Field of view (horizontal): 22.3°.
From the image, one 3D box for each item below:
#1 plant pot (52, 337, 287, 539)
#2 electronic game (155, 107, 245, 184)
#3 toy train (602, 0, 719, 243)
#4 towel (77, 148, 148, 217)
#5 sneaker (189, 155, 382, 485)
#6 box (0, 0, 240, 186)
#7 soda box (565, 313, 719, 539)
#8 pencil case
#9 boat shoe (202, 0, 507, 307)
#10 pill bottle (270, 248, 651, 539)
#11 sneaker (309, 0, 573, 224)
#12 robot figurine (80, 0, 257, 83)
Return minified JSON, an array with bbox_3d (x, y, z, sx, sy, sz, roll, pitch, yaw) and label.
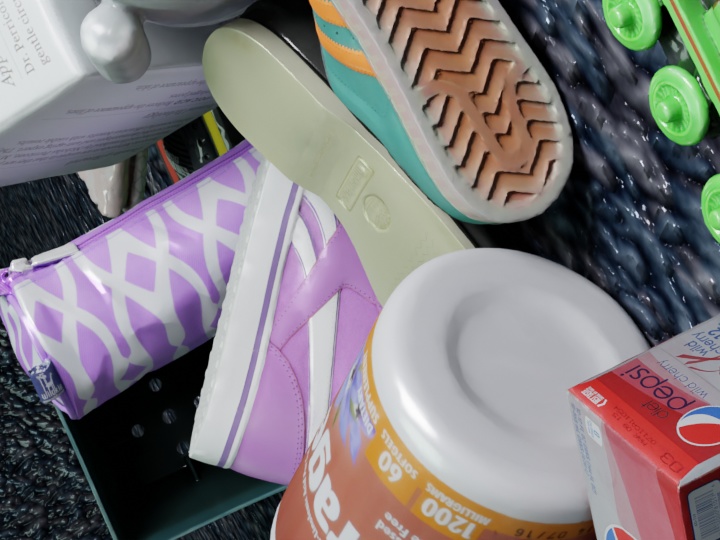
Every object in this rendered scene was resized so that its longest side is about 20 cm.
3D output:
[{"bbox_3d":[-0.144,0.115,1.390,0.200,0.141,0.142,173,73,-82],"label":"plant pot"},{"bbox_3d":[-0.098,-0.078,1.110,0.200,0.041,0.200,57,162,29],"label":"electronic game"},{"bbox_3d":[0.124,-0.007,0.473,0.201,0.042,0.056,65,155,5],"label":"toy train"},{"bbox_3d":[-0.156,-0.162,1.080,0.200,0.032,0.192,56,142,41],"label":"towel"},{"bbox_3d":[0.000,0.000,0.817,0.073,0.114,0.202,137,147,-78],"label":"sneaker"},{"bbox_3d":[-0.165,-0.155,0.877,0.200,0.130,0.200,65,-154,3],"label":"box"},{"bbox_3d":[0.126,0.120,0.610,0.070,0.063,0.201,42,152,56],"label":"soda box"},{"bbox_3d":[-0.086,-0.011,0.880,0.084,0.199,0.086,21,140,60],"label":"pencil case"},{"bbox_3d":[0.021,-0.032,0.746,0.202,0.063,0.074,51,145,4],"label":"boat shoe"},{"bbox_3d":[0.029,0.093,0.703,0.112,0.112,0.200,58,144,26],"label":"pill bottle"},{"bbox_3d":[0.005,-0.106,0.660,0.201,0.071,0.080,66,161,-7],"label":"sneaker"},{"bbox_3d":[-0.076,-0.158,0.732,0.112,0.171,0.200,22,-177,0],"label":"robot figurine"}]
